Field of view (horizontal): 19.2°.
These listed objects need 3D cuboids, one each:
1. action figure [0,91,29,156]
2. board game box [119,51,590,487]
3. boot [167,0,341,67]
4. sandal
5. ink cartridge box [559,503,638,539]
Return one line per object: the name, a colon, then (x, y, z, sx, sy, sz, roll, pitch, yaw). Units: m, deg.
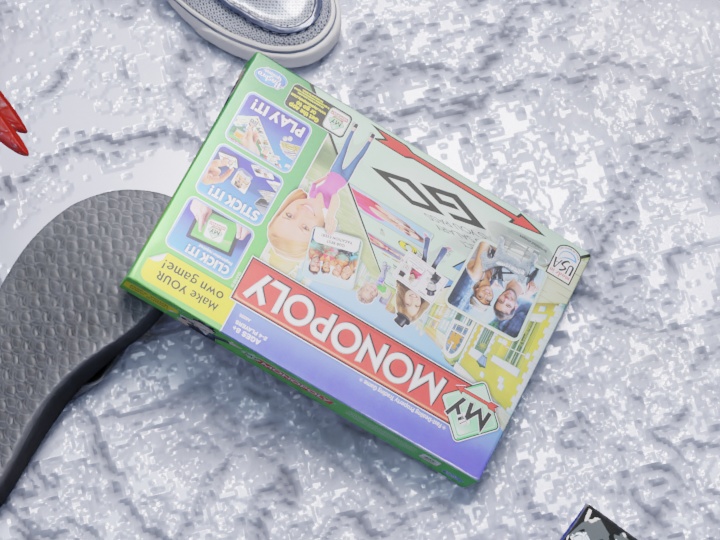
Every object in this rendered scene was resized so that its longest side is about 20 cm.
action figure: (-0.249, -0.015, 1.030, 0.200, 0.065, 0.052, -32, 116, 3)
board game box: (0.000, 0.000, 1.060, 0.200, 0.029, 0.135, 30, 72, -8)
boot: (-0.092, -0.190, 1.117, 0.200, 0.090, 0.073, 39, 75, 12)
sandal: (-0.158, 0.040, 1.071, 0.076, 0.043, 0.200, 38, 83, 19)
ink cartridge box: (0.160, 0.208, 1.010, 0.200, 0.044, 0.094, 36, 76, 10)
